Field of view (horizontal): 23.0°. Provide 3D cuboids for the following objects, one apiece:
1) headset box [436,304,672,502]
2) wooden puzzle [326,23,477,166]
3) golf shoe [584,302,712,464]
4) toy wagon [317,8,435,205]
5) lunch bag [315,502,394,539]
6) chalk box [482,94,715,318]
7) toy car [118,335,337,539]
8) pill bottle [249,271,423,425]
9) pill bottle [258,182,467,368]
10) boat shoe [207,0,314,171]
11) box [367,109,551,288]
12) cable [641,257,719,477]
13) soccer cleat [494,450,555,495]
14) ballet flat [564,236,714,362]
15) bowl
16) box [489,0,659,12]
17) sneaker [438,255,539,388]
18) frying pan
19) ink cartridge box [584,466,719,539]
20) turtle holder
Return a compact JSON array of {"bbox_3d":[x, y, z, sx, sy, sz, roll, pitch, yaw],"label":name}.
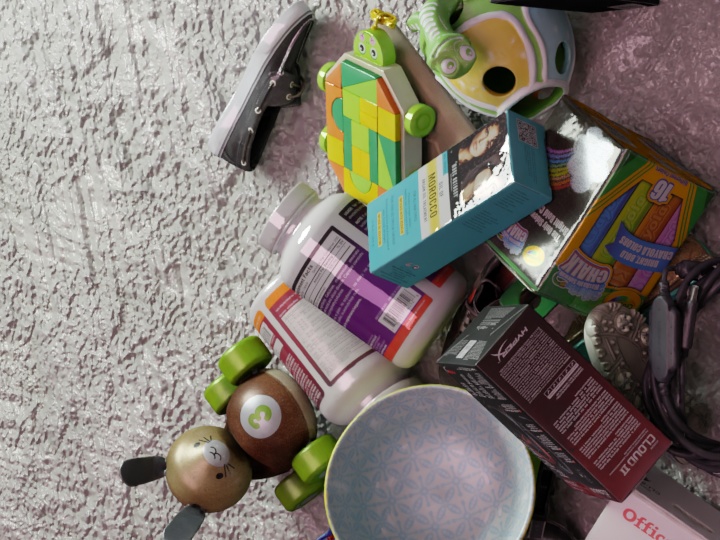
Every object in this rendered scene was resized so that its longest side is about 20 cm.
[{"bbox_3d":[0.177,0.124,1.583,0.200,0.149,0.075,43,81,-6],"label":"headset box"},{"bbox_3d":[0.050,-0.127,1.784,0.185,0.046,0.200,55,146,22],"label":"wooden puzzle"},{"bbox_3d":[0.239,0.106,1.634,0.097,0.078,0.200,5,140,45],"label":"golf shoe"},{"bbox_3d":[0.012,-0.158,1.742,0.155,0.040,0.200,31,132,45],"label":"toy wagon"},{"bbox_3d":[0.064,0.321,1.778,0.200,0.150,0.094,52,120,20],"label":"lunch bag"},{"bbox_3d":[0.203,-0.034,1.628,0.200,0.124,0.125,-58,36,15],"label":"chalk box"},{"bbox_3d":[-0.149,0.198,1.864,0.164,0.200,0.158,52,150,14],"label":"toy car"},{"bbox_3d":[-0.017,0.090,1.838,0.200,0.110,0.110,51,119,20],"label":"pill bottle"},{"bbox_3d":[0.000,0.000,1.768,0.200,0.112,0.113,36,114,6],"label":"pill bottle"},{"bbox_3d":[-0.093,-0.191,1.895,0.066,0.070,0.200,36,111,8],"label":"boat shoe"},{"bbox_3d":[0.088,-0.063,1.645,0.200,0.049,0.082,-33,47,41],"label":"box"},{"bbox_3d":[0.331,0.085,1.584,0.051,0.163,0.200,-170,77,-69],"label":"cable"},{"bbox_3d":[0.152,0.169,1.755,0.081,0.067,0.200,33,127,52],"label":"soccer cleat"},{"bbox_3d":[0.258,0.034,1.683,0.200,0.070,0.065,-35,48,29],"label":"ballet flat"},{"bbox_3d":[0.072,0.217,1.706,0.200,0.108,0.201,-2,75,9],"label":"bowl"},{"bbox_3d":[0.191,-0.310,1.603,0.079,0.200,0.141,-1,93,34],"label":"box"},{"bbox_3d":[0.121,0.043,1.755,0.077,0.082,0.200,38,114,26],"label":"sneaker"},{"bbox_3d":[0.182,0.265,1.733,0.115,0.031,0.190,29,116,-13],"label":"frying pan"},{"bbox_3d":[0.268,0.304,1.664,0.145,0.083,0.200,34,113,14],"label":"ink cartridge box"},{"bbox_3d":[0.131,-0.215,1.662,0.141,0.186,0.132,-28,74,4],"label":"turtle holder"}]
